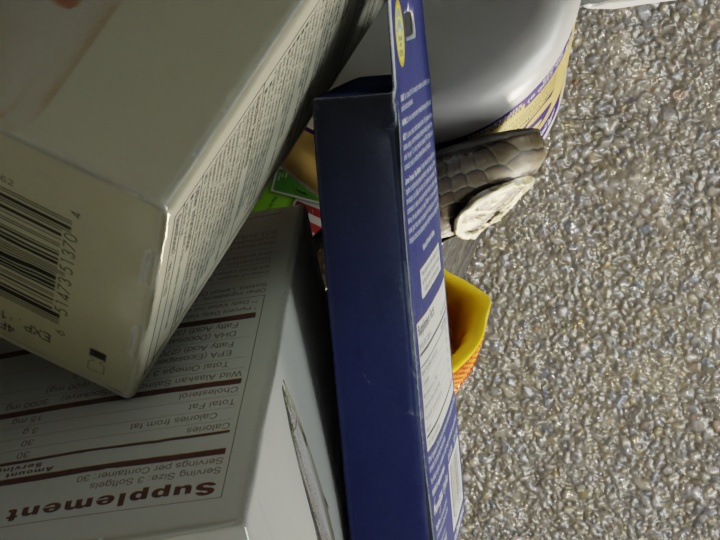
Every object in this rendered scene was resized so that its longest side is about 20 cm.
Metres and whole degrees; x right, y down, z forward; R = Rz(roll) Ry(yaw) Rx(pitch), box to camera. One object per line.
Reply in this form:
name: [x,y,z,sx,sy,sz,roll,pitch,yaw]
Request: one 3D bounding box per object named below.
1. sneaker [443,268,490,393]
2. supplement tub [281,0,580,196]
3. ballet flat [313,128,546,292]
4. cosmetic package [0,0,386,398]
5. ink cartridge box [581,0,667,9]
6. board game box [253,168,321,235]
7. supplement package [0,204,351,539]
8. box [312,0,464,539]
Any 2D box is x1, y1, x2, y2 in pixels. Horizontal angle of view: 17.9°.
sneaker: [-0.008,0.057,0.950,0.200,0.073,0.077,-51,167,-53]
supplement tub: [0.016,-0.102,0.948,0.146,0.145,0.200,-64,173,-8]
ballet flat: [0.000,0.000,0.904,0.200,0.047,0.067,-30,162,36]
cosmetic package: [-0.057,-0.074,0.711,0.200,0.087,0.104,-59,171,-38]
ink cartridge box: [0.114,-0.199,0.841,0.145,0.087,0.201,-35,117,-77]
board game box: [-0.012,-0.056,1.088,0.200,0.101,0.048,-61,174,-30]
supplement package: [-0.067,0.080,0.735,0.200,0.117,0.117,-82,161,-61]
box: [0.011,0.002,0.785,0.121,0.032,0.201,-49,136,-80]
